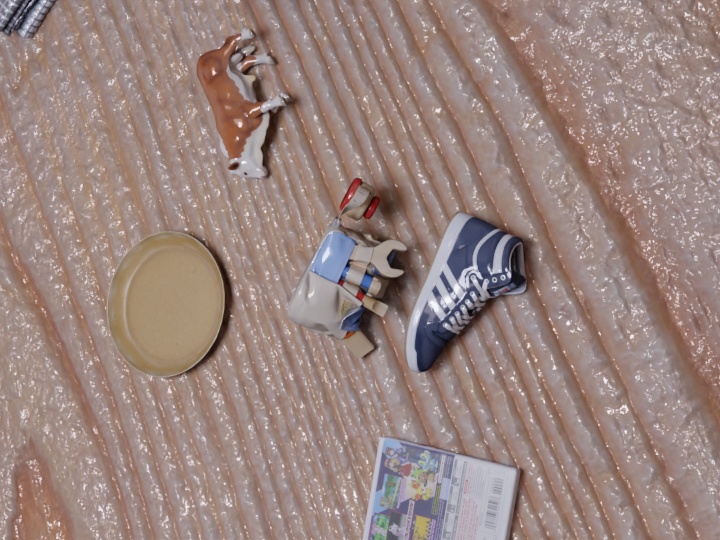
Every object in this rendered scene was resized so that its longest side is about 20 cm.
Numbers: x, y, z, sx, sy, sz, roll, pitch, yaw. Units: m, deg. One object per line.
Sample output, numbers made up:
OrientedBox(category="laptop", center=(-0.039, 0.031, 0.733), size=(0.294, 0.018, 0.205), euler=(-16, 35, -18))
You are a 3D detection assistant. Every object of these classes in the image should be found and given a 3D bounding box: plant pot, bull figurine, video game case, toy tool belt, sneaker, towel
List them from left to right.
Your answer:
OrientedBox(category="towel", center=(-0.550, -0.477, 1.669), size=(0.200, 0.085, 0.166), euler=(45, 104, 23))
OrientedBox(category="plant pot", center=(-0.266, 0.047, 1.500), size=(0.198, 0.027, 0.203), euler=(-3, 82, 26))
OrientedBox(category="bull figurine", center=(-0.158, -0.225, 1.461), size=(0.121, 0.065, 0.202), euler=(-31, 74, 15))
OrientedBox(category="toy tool belt", center=(0.000, 0.000, 1.342), size=(0.122, 0.125, 0.202), euler=(28, 100, -6))
OrientedBox(category="video game case", center=(0.090, 0.318, 1.297), size=(0.180, 0.023, 0.203), euler=(9, 89, 26))
OrientedBox(category="sneaker", center=(0.129, 0.038, 1.285), size=(0.108, 0.070, 0.202), euler=(20, 90, 28))
